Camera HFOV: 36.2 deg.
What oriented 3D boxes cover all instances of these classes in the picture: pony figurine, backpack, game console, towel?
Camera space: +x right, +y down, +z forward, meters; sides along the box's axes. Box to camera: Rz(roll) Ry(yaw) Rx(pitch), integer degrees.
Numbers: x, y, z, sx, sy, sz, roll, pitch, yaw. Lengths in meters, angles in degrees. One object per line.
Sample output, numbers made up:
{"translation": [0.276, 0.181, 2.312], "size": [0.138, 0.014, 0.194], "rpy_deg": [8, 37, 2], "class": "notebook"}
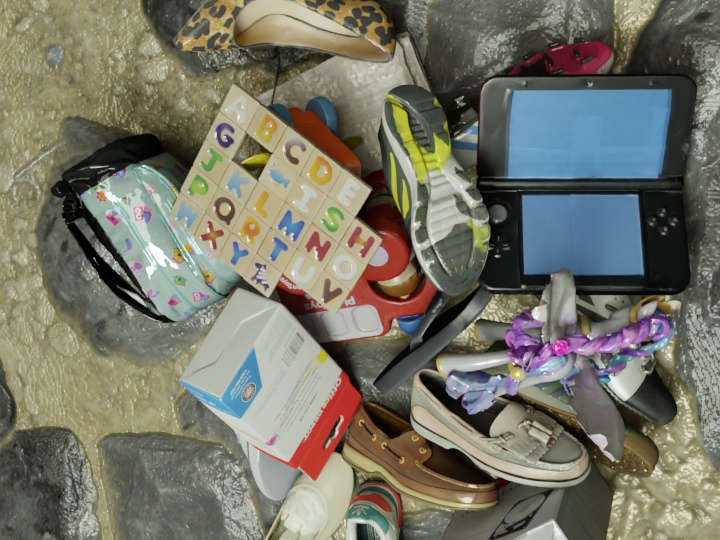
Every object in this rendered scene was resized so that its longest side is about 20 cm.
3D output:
{"translation": [0.175, 0.073, 0.984], "size": [0.199, 0.193, 0.168], "rpy_deg": [-15, 99, 31], "class": "pony figurine"}
{"translation": [-0.215, -0.044, 1.177], "size": [0.126, 0.167, 0.201], "rpy_deg": [-31, 96, 16], "class": "backpack"}
{"translation": [0.208, -0.076, 1.017], "size": [0.198, 0.119, 0.173], "rpy_deg": [0, 65, 4], "class": "game console"}
{"translation": [-0.014, -0.153, 1.149], "size": [0.199, 0.034, 0.133], "rpy_deg": [-23, 92, 21], "class": "towel"}

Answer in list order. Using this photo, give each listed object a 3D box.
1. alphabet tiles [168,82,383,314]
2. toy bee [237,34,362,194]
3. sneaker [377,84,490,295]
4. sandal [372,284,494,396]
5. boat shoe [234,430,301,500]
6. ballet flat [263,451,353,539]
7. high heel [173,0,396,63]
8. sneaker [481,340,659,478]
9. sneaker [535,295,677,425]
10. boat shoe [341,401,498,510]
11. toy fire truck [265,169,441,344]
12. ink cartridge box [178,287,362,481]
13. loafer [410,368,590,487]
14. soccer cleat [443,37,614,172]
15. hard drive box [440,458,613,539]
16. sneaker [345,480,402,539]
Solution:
{"translation": [-0.078, -0.054, 1.051], "size": [0.200, 0.008, 0.168], "rpy_deg": [38, 122, 9], "class": "alphabet tiles"}
{"translation": [-0.062, -0.130, 1.110], "size": [0.130, 0.201, 0.109], "rpy_deg": [3, 137, -14], "class": "toy bee"}
{"translation": [0.067, -0.073, 1.041], "size": [0.074, 0.085, 0.201], "rpy_deg": [-12, 82, -11], "class": "sneaker"}
{"translation": [0.074, 0.054, 1.105], "size": [0.043, 0.076, 0.200], "rpy_deg": [45, 116, 0], "class": "sandal"}
{"translation": [-0.113, 0.158, 1.233], "size": [0.065, 0.073, 0.201], "rpy_deg": [9, 111, 47], "class": "boat shoe"}
{"translation": [-0.070, 0.289, 1.227], "size": [0.069, 0.069, 0.201], "rpy_deg": [33, 115, 10], "class": "ballet flat"}
{"translation": [-0.069, -0.227, 1.072], "size": [0.199, 0.072, 0.143], "rpy_deg": [-28, 65, -18], "class": "high heel"}
{"translation": [0.214, 0.120, 1.097], "size": [0.199, 0.090, 0.067], "rpy_deg": [26, 151, 18], "class": "sneaker"}
{"translation": [0.256, 0.059, 1.079], "size": [0.088, 0.074, 0.200], "rpy_deg": [-42, 86, 23], "class": "sneaker"}
{"translation": [0.059, 0.192, 1.144], "size": [0.199, 0.072, 0.068], "rpy_deg": [18, 103, 43], "class": "boat shoe"}
{"translation": [0.000, 0.000, 1.143], "size": [0.199, 0.112, 0.169], "rpy_deg": [-9, 126, 15], "class": "toy fire truck"}
{"translation": [-0.086, 0.124, 1.149], "size": [0.067, 0.200, 0.117], "rpy_deg": [17, 66, 38], "class": "ink cartridge box"}
{"translation": [0.129, 0.150, 1.072], "size": [0.199, 0.072, 0.063], "rpy_deg": [16, 129, 37], "class": "loafer"}
{"translation": [0.160, -0.154, 1.081], "size": [0.199, 0.070, 0.087], "rpy_deg": [-25, 125, 12], "class": "soccer cleat"}
{"translation": [0.158, 0.265, 1.084], "size": [0.155, 0.200, 0.077], "rpy_deg": [-33, 91, 21], "class": "hard drive box"}
{"translation": [0.015, 0.339, 1.204], "size": [0.070, 0.093, 0.201], "rpy_deg": [-4, 99, 19], "class": "sneaker"}
